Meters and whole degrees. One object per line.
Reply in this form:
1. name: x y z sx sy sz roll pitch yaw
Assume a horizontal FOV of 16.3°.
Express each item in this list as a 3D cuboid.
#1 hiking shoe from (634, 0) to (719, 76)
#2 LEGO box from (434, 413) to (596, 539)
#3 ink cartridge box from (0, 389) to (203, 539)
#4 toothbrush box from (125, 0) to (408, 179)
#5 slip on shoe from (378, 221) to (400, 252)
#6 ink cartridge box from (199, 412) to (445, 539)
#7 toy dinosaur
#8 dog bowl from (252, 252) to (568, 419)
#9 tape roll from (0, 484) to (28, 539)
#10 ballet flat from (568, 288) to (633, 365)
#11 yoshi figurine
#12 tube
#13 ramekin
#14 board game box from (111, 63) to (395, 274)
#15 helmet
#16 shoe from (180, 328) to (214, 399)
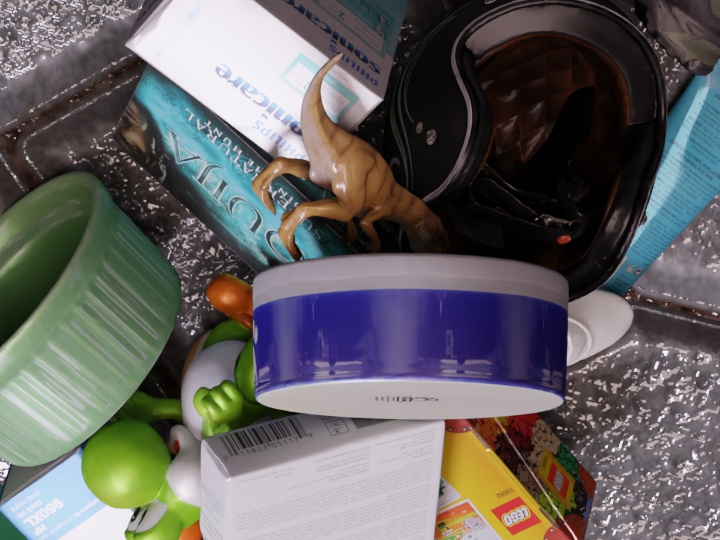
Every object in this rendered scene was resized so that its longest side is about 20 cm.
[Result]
1. hiking shoe: 0.200 -0.228 1.674 0.101 0.076 0.200 -40 117 8
2. LEGO box: 0.045 0.164 1.817 0.200 0.077 0.149 -29 112 30
3. ink cartridge box: -0.158 0.183 1.819 0.084 0.145 0.200 -35 109 17
4. toothbrush box: -0.053 -0.173 1.620 0.146 0.200 0.085 37 121 -14
5. slip on shoe: 0.000 0.000 1.779 0.200 0.061 0.076 26 112 -11
6. ink cartridge box: -0.029 0.182 1.722 0.162 0.057 0.200 -14 134 -21
7. toy dinosaur: -0.016 -0.065 1.539 0.106 0.060 0.200 -31 137 10
8. dog bowl: 0.031 0.044 1.582 0.200 0.200 0.079 1 81 1
9. tape roll: -0.314 0.205 1.832 0.200 0.048 0.201 19 138 18
10. ballet flat: 0.093 0.044 1.727 0.200 0.069 0.070 6 115 -12
11. yoshi figurine: -0.120 0.094 1.709 0.112 0.112 0.200 25 78 15
12. tube: 0.210 -0.054 1.762 0.077 0.050 0.200 34 107 -21
13. ramekin: -0.216 0.038 1.731 0.200 0.200 0.098 -40 116 17
14. board game box: -0.076 -0.057 1.698 0.200 0.028 0.135 43 152 2
15. helmet: 0.108 -0.091 1.666 0.200 0.191 0.200 7 149 4
16. shoe: -0.083 0.133 1.786 0.053 0.200 0.070 -23 155 36
